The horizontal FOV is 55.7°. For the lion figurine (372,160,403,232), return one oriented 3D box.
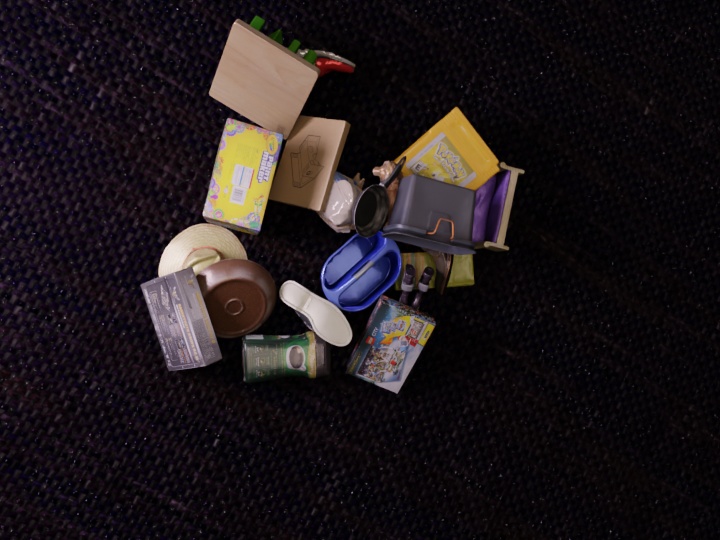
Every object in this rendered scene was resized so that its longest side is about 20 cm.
[{"bbox_3d":[0.073,-0.144,1.544,0.071,0.122,0.204,-13,93,-11],"label":"lion figurine"}]

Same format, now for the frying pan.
[{"bbox_3d":[0.031,-0.164,1.447,0.114,0.031,0.193,8,101,-53],"label":"frying pan"}]

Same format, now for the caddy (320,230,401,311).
[{"bbox_3d":[0.000,0.000,1.538,0.200,0.105,0.142,-42,96,-8],"label":"caddy"}]

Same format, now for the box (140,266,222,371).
[{"bbox_3d":[-0.380,0.106,1.439,0.048,0.157,0.203,-22,95,-45],"label":"box"}]

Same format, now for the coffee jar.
[{"bbox_3d":[-0.164,0.191,1.517,0.196,0.085,0.106,-2,89,-11],"label":"coffee jar"}]

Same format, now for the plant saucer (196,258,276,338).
[{"bbox_3d":[-0.275,0.071,1.472,0.197,0.037,0.203,-10,123,-16],"label":"plant saucer"}]

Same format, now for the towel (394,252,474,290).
[{"bbox_3d":[0.175,-0.002,1.618,0.196,0.018,0.088,-3,92,-11],"label":"towel"}]

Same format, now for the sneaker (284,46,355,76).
[{"bbox_3d":[-0.111,-0.455,1.542,0.196,0.077,0.087,4,105,-3],"label":"sneaker"}]

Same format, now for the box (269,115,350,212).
[{"bbox_3d":[-0.114,-0.239,1.502,0.021,0.162,0.203,22,85,-51],"label":"box"}]

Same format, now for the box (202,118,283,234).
[{"bbox_3d":[-0.249,-0.191,1.445,0.120,0.193,0.204,14,88,-10],"label":"box"}]

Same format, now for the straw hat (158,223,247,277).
[{"bbox_3d":[-0.342,-0.005,1.482,0.197,0.085,0.205,0,90,-11],"label":"straw hat"}]

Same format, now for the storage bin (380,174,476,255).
[{"bbox_3d":[0.158,-0.122,1.462,0.196,0.145,0.137,11,86,-16],"label":"storage bin"}]

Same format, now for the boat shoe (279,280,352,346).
[{"bbox_3d":[-0.093,0.097,1.516,0.198,0.066,0.075,32,88,14],"label":"boat shoe"}]

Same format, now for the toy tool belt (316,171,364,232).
[{"bbox_3d":[-0.047,-0.172,1.525,0.125,0.122,0.201,-44,56,18],"label":"toy tool belt"}]

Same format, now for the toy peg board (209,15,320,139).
[{"bbox_3d":[-0.198,-0.428,1.481,0.198,0.200,0.099,30,47,-8],"label":"toy peg board"}]

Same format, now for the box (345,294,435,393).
[{"bbox_3d":[0.066,0.169,1.544,0.135,0.038,0.202,23,112,-10],"label":"box"}]

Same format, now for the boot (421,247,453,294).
[{"bbox_3d":[0.172,-0.050,1.590,0.095,0.075,0.204,10,97,13],"label":"boot"}]

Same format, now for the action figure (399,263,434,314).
[{"bbox_3d":[0.110,0.088,1.566,0.128,0.070,0.203,14,113,-9],"label":"action figure"}]

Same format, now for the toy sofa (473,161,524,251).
[{"bbox_3d":[0.311,-0.150,1.611,0.096,0.083,0.204,13,88,-11],"label":"toy sofa"}]

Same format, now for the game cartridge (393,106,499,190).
[{"bbox_3d":[0.199,-0.244,1.575,0.199,0.032,0.177,-39,97,18],"label":"game cartridge"}]
